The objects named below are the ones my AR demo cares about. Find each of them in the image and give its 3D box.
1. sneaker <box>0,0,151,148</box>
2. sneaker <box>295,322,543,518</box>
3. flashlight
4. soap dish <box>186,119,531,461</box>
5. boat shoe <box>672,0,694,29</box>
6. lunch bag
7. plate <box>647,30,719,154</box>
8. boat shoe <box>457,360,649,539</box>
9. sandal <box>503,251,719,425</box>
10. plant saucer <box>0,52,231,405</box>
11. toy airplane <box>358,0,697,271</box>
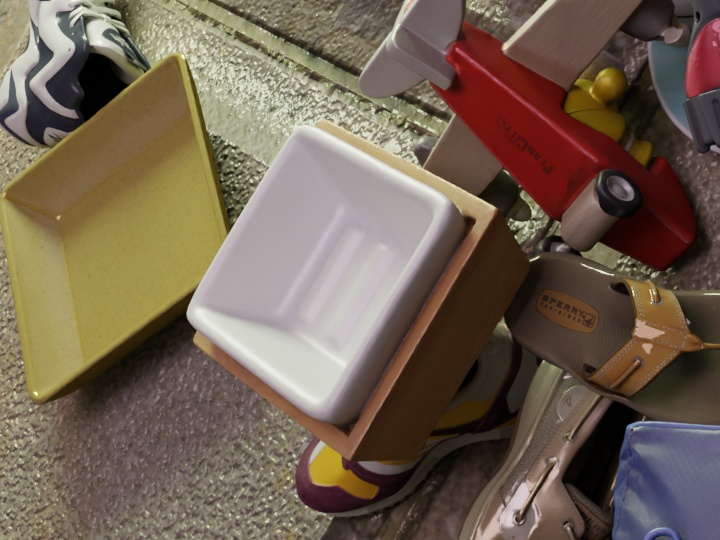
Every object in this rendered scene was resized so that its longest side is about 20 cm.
[{"bbox_3d":[-0.197,-0.186,1.671,0.130,0.079,0.199,11,78,44],"label":"sneaker"},{"bbox_3d":[0.022,0.083,1.331,0.200,0.090,0.075,-31,52,28],"label":"sneaker"},{"bbox_3d":[0.188,-0.167,1.192,0.068,0.068,0.200,-17,87,43],"label":"flashlight"},{"bbox_3d":[-0.002,0.012,1.269,0.157,0.081,0.200,-59,35,1],"label":"soap dish"},{"bbox_3d":[0.220,-0.193,1.262,0.200,0.067,0.074,-15,61,38],"label":"boat shoe"},{"bbox_3d":[0.199,0.155,1.057,0.136,0.200,0.132,0,73,37],"label":"lunch bag"},{"bbox_3d":[0.255,-0.153,1.277,0.200,0.026,0.200,-20,59,36],"label":"plate"},{"bbox_3d":[0.109,0.138,1.242,0.065,0.072,0.200,10,72,46],"label":"boat shoe"},{"bbox_3d":[0.145,0.033,1.175,0.200,0.054,0.080,20,87,42],"label":"sandal"},{"bbox_3d":[-0.166,-0.024,1.587,0.200,0.048,0.200,-35,50,25],"label":"plant saucer"},{"bbox_3d":[0.102,-0.101,1.302,0.200,0.141,0.199,4,115,34],"label":"toy airplane"}]
